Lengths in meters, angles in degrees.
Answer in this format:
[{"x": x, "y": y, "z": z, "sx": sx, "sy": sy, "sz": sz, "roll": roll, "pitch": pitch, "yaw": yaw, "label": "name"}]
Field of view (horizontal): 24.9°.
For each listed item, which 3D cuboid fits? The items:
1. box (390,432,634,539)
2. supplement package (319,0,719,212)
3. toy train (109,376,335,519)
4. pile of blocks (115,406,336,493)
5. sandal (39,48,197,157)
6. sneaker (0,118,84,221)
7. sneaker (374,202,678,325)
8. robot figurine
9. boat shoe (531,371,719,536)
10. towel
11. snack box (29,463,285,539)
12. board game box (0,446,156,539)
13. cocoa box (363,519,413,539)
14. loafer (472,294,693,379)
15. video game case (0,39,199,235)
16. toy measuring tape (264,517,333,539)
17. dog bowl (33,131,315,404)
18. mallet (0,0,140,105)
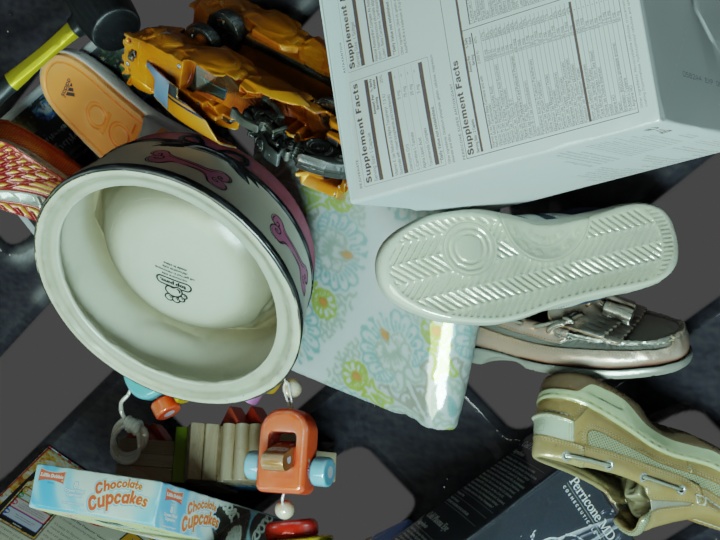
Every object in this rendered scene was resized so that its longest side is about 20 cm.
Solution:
[{"x": 0.120, "y": 0.253, "z": 1.163, "sx": 0.200, "sy": 0.182, "sz": 0.104, "roll": 55, "pitch": 171, "yaw": -10, "label": "box"}, {"x": 0.103, "y": -0.128, "z": 0.955, "sx": 0.199, "sy": 0.152, "sz": 0.151, "roll": -13, "pitch": 82, "yaw": 33, "label": "supplement package"}, {"x": -0.114, "y": 0.104, "z": 1.246, "sx": 0.199, "sy": 0.056, "sz": 0.151, "roll": 6, "pitch": 84, "yaw": 24, "label": "toy train"}, {"x": -0.108, "y": 0.144, "z": 1.319, "sx": 0.199, "sy": 0.082, "sz": 0.062, "roll": -3, "pitch": 73, "yaw": 19, "label": "pile of blocks"}, {"x": -0.167, "y": -0.079, "z": 1.174, "sx": 0.206, "sy": 0.059, "sz": 0.079, "roll": 38, "pitch": 128, "yaw": 12, "label": "sandal"}, {"x": -0.206, "y": -0.047, "z": 1.227, "sx": 0.200, "sy": 0.077, "sz": 0.073, "roll": 42, "pitch": 108, "yaw": -17, "label": "sneaker"}, {"x": 0.100, "y": -0.002, "z": 1.052, "sx": 0.084, "sy": 0.199, "sz": 0.075, "roll": 158, "pitch": 108, "yaw": -74, "label": "sneaker"}, {"x": -0.053, "y": -0.118, "z": 1.087, "sx": 0.200, "sy": 0.145, "sz": 0.058, "roll": 32, "pitch": 134, "yaw": 20, "label": "robot figurine"}, {"x": 0.194, "y": 0.146, "z": 1.102, "sx": 0.200, "sy": 0.076, "sz": 0.072, "roll": 29, "pitch": 154, "yaw": -17, "label": "boat shoe"}, {"x": 0.000, "y": 0.000, "z": 1.145, "sx": 0.199, "sy": 0.048, "sz": 0.172, "roll": 20, "pitch": 112, "yaw": 32, "label": "towel"}, {"x": -0.157, "y": 0.192, "z": 1.292, "sx": 0.116, "sy": 0.200, "sz": 0.037, "roll": 4, "pitch": 76, "yaw": 26, "label": "snack box"}, {"x": -0.260, "y": 0.253, "z": 1.362, "sx": 0.151, "sy": 0.200, "sz": 0.046, "roll": 31, "pitch": 127, "yaw": 10, "label": "board game box"}, {"x": 0.030, "y": 0.327, "z": 1.292, "sx": 0.131, "sy": 0.133, "sz": 0.200, "roll": -32, "pitch": 99, "yaw": 36, "label": "cocoa box"}, {"x": 0.128, "y": 0.032, "z": 1.118, "sx": 0.199, "sy": 0.072, "sz": 0.063, "roll": 4, "pitch": 111, "yaw": 29, "label": "loafer"}, {"x": -0.189, "y": -0.070, "z": 1.254, "sx": 0.200, "sy": 0.023, "sz": 0.182, "roll": -31, "pitch": 100, "yaw": 38, "label": "video game case"}, {"x": -0.088, "y": 0.227, "z": 1.243, "sx": 0.199, "sy": 0.074, "sz": 0.074, "roll": -6, "pitch": 117, "yaw": 1, "label": "toy measuring tape"}, {"x": -0.119, "y": -0.007, "z": 1.114, "sx": 0.199, "sy": 0.074, "sz": 0.201, "roll": 13, "pitch": 132, "yaw": 15, "label": "dog bowl"}, {"x": -0.248, "y": -0.146, "z": 1.171, "sx": 0.200, "sy": 0.066, "sz": 0.041, "roll": -33, "pitch": 144, "yaw": 10, "label": "mallet"}]
